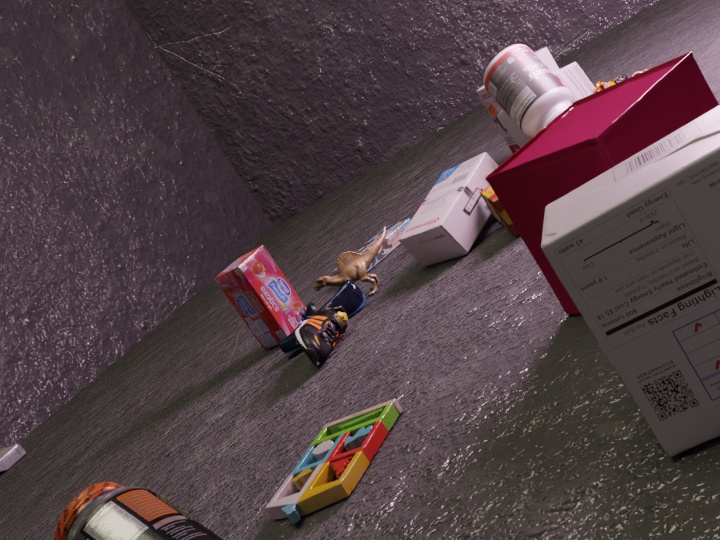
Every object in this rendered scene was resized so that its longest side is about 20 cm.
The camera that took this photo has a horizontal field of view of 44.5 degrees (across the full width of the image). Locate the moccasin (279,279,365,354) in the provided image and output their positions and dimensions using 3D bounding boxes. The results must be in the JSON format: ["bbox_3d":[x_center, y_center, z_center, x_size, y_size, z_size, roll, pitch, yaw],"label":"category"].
[{"bbox_3d":[-0.085,0.090,1.770,0.199,0.069,0.080,-36,10,-5],"label":"moccasin"}]

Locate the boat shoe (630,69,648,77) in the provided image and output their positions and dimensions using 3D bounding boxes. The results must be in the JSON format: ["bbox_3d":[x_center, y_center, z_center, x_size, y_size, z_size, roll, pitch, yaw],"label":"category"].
[{"bbox_3d":[0.578,-0.374,1.791,0.073,0.070,0.200,-27,13,33],"label":"boat shoe"}]

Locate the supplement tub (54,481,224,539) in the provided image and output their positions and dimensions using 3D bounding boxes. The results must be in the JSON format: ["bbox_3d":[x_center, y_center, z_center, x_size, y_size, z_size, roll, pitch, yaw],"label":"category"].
[{"bbox_3d":[-0.208,0.295,0.873,0.199,0.124,0.122,19,46,37],"label":"supplement tub"}]

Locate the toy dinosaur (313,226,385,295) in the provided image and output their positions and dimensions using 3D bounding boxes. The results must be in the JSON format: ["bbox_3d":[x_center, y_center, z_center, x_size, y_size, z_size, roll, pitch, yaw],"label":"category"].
[{"bbox_3d":[0.000,0.000,1.820,0.199,0.102,0.058,-36,10,-9],"label":"toy dinosaur"}]

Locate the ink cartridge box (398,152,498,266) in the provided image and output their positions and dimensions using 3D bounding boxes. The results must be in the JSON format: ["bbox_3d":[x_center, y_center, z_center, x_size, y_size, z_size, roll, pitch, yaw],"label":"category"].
[{"bbox_3d":[0.183,-0.116,1.713,0.146,0.084,0.201,-18,34,58],"label":"ink cartridge box"}]

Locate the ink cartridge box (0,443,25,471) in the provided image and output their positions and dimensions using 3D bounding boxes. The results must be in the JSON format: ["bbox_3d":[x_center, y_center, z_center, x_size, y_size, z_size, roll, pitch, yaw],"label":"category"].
[{"bbox_3d":[-1.163,0.633,2.763,0.160,0.050,0.200,-23,20,48],"label":"ink cartridge box"}]

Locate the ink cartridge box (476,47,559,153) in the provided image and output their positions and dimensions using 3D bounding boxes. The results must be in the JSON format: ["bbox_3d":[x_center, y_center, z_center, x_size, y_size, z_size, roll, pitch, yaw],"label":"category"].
[{"bbox_3d":[0.396,-0.383,2.039,0.144,0.201,0.145,-36,10,-15],"label":"ink cartridge box"}]

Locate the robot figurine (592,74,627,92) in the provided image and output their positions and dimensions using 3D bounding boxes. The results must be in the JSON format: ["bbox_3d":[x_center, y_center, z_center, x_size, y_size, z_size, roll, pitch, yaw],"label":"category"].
[{"bbox_3d":[0.474,-0.313,1.723,0.200,0.058,0.146,-62,-4,-64],"label":"robot figurine"}]

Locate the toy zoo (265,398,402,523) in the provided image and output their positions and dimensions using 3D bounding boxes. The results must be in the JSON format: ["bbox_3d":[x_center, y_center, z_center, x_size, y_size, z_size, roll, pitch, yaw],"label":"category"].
[{"bbox_3d":[-0.037,0.239,1.081,0.130,0.021,0.200,-27,13,35],"label":"toy zoo"}]

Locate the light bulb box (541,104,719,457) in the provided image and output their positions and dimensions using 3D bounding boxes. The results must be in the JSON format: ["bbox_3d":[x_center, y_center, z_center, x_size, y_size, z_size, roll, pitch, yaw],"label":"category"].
[{"bbox_3d":[0.275,0.000,0.688,0.197,0.201,0.125,-30,9,22],"label":"light bulb box"}]

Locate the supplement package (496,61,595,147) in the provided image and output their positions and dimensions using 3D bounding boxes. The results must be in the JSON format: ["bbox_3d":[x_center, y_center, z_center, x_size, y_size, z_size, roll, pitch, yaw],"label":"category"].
[{"bbox_3d":[0.404,-0.343,1.859,0.199,0.110,0.114,-31,-7,-42],"label":"supplement package"}]

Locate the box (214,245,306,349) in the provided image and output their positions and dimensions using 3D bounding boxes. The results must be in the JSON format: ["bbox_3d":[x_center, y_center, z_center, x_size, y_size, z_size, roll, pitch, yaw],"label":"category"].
[{"bbox_3d":[-0.212,0.061,1.932,0.099,0.201,0.096,-24,16,44],"label":"box"}]

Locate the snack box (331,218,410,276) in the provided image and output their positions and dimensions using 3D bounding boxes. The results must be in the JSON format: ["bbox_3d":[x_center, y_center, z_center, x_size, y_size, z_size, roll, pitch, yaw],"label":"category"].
[{"bbox_3d":[0.033,-0.048,2.113,0.200,0.037,0.116,-40,12,-29],"label":"snack box"}]

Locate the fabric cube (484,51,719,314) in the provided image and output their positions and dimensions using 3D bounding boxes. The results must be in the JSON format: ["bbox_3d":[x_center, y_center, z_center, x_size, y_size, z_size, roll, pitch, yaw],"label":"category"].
[{"bbox_3d":[0.306,-0.092,1.014,0.200,0.200,0.196,-39,13,-27],"label":"fabric cube"}]

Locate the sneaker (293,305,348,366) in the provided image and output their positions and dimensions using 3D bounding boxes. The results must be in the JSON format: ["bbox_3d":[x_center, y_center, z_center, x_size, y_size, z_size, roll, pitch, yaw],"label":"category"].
[{"bbox_3d":[-0.065,0.108,1.622,0.090,0.070,0.200,-36,8,6],"label":"sneaker"}]

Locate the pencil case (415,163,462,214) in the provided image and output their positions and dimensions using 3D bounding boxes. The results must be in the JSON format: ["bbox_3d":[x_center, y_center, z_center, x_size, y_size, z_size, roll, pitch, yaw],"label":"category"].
[{"bbox_3d":[0.201,-0.160,1.978,0.088,0.089,0.200,-23,17,47],"label":"pencil case"}]

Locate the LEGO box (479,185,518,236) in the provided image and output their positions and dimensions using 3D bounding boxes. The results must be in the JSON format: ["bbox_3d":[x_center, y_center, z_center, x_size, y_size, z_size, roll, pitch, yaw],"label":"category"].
[{"bbox_3d":[0.326,-0.156,1.575,0.199,0.078,0.149,-34,11,5],"label":"LEGO box"}]

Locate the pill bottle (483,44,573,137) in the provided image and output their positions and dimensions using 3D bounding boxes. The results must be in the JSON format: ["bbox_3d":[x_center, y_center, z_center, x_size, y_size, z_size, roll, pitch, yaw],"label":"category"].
[{"bbox_3d":[0.334,-0.328,1.684,0.115,0.201,0.116,-27,-28,-16],"label":"pill bottle"}]
